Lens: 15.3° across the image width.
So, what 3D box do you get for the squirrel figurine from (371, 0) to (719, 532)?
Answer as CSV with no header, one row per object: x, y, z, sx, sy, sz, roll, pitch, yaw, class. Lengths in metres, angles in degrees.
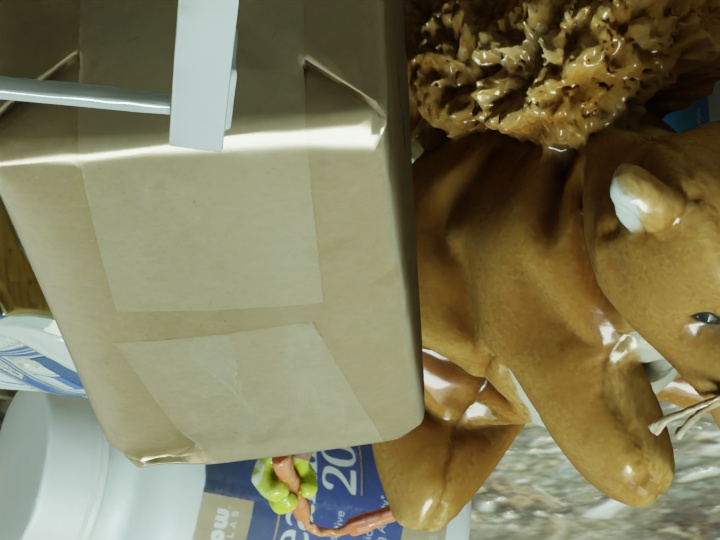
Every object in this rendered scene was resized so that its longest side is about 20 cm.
0.080,-0.028,0.830,0.141,0.201,0.187,-10,173,-17,squirrel figurine

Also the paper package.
-0.040,-0.069,0.765,0.103,0.191,0.200,-4,155,3,paper package

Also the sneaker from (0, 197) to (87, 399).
-0.148,0.009,0.968,0.200,0.075,0.088,22,144,-28,sneaker

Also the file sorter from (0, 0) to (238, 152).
-0.080,-0.151,0.595,0.124,0.201,0.139,4,153,-4,file sorter

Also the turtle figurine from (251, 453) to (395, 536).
0.000,0.000,0.958,0.161,0.064,0.200,26,115,-35,turtle figurine

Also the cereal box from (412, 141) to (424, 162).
-0.060,-0.027,1.017,0.200,0.040,0.144,-15,149,27,cereal box

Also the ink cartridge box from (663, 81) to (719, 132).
0.210,-0.051,0.917,0.145,0.084,0.200,10,151,-19,ink cartridge box

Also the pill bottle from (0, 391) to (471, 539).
-0.060,0.106,1.203,0.199,0.111,0.111,12,151,-23,pill bottle
